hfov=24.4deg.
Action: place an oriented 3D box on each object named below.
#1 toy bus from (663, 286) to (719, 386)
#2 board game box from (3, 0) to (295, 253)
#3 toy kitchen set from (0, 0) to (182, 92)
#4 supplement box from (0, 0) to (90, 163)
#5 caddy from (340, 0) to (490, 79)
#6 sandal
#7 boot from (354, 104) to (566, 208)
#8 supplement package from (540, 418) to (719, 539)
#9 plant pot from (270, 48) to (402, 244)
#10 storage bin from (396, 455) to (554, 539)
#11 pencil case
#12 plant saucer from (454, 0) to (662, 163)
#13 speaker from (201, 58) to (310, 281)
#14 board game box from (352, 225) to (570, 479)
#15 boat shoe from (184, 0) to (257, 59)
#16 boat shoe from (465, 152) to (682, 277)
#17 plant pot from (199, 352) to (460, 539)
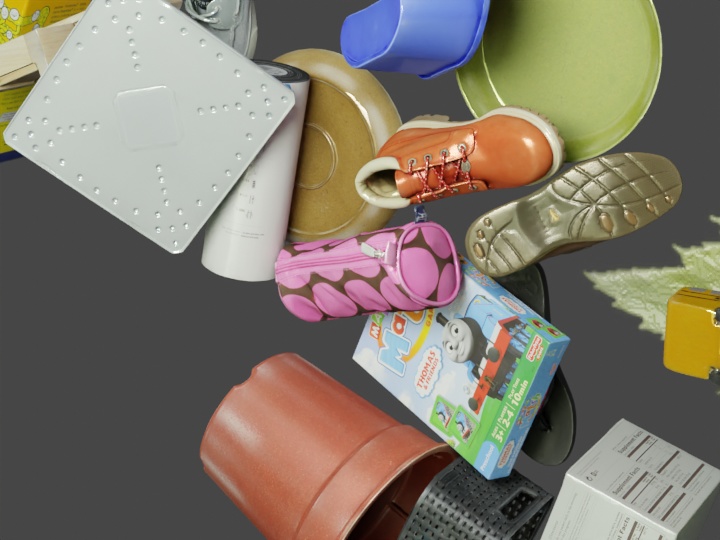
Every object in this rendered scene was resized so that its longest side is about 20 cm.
[{"bbox_3d":[0.357,0.065,1.412,0.198,0.078,0.066,10,106,27],"label":"toy bus"},{"bbox_3d":[-0.192,-0.143,1.520,0.199,0.026,0.200,34,113,-16],"label":"board game box"},{"bbox_3d":[-0.219,-0.164,1.601,0.162,0.199,0.183,-16,95,33],"label":"toy kitchen set"},{"bbox_3d":[-0.377,-0.225,1.730,0.108,0.109,0.202,33,116,18],"label":"supplement box"},{"bbox_3d":[0.054,-0.244,1.451,0.200,0.104,0.143,174,97,-70],"label":"caddy"},{"bbox_3d":[0.151,0.088,1.552,0.074,0.045,0.203,-6,99,30],"label":"sandal"},{"bbox_3d":[0.086,-0.091,1.480,0.199,0.107,0.076,-2,115,44],"label":"boot"},{"bbox_3d":[0.223,0.263,1.492,0.110,0.155,0.202,28,115,19],"label":"supplement package"},{"bbox_3d":[-0.047,-0.113,1.623,0.198,0.027,0.203,8,107,27],"label":"plant pot"},{"bbox_3d":[0.087,0.283,1.584,0.093,0.135,0.202,32,116,18],"label":"storage bin"},{"bbox_3d":[0.000,0.000,1.549,0.199,0.093,0.092,-12,79,50],"label":"pencil case"},{"bbox_3d":[0.176,-0.197,1.474,0.198,0.031,0.203,8,105,28],"label":"plant saucer"},{"bbox_3d":[-0.101,-0.094,1.595,0.080,0.081,0.202,18,111,24],"label":"speaker"},{"bbox_3d":[0.089,0.074,1.559,0.200,0.036,0.153,40,120,35],"label":"board game box"},{"bbox_3d":[-0.141,-0.271,1.608,0.069,0.071,0.203,15,110,25],"label":"boat shoe"},{"bbox_3d":[0.190,-0.053,1.484,0.198,0.068,0.073,-22,89,14],"label":"boat shoe"},{"bbox_3d":[-0.039,0.194,1.611,0.195,0.200,0.202,37,118,24],"label":"plant pot"}]
